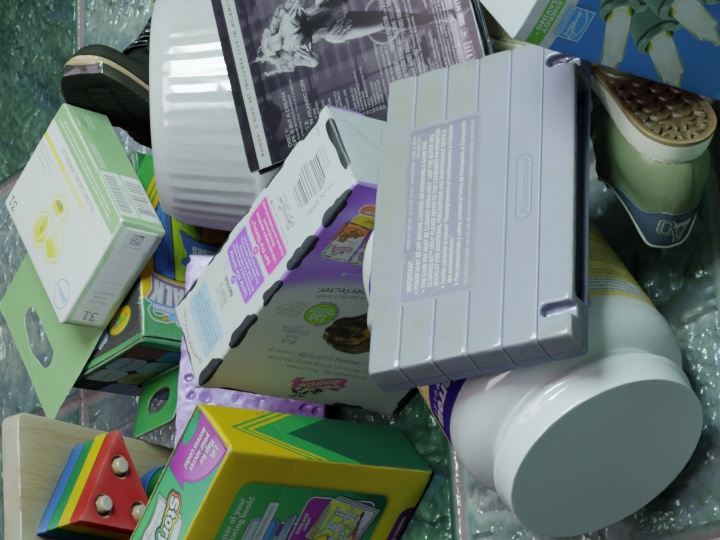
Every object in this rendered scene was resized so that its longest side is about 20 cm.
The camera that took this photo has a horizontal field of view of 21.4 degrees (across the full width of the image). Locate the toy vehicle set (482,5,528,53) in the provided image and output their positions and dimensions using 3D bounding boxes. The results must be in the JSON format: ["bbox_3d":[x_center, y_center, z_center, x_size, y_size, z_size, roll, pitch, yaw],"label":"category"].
[{"bbox_3d":[0.042,-0.220,1.265,0.199,0.027,0.125,14,92,13],"label":"toy vehicle set"}]

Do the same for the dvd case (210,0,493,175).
[{"bbox_3d":[-0.011,-0.162,1.226,0.199,0.016,0.150,-19,81,35],"label":"dvd case"}]

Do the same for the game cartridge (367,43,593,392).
[{"bbox_3d":[0.068,-0.033,1.075,0.129,0.038,0.201,-15,54,30],"label":"game cartridge"}]

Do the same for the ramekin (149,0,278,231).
[{"bbox_3d":[-0.100,-0.122,1.395,0.202,0.093,0.204,-2,-90,-90],"label":"ramekin"}]

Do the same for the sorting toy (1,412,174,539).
[{"bbox_3d":[-0.164,0.212,1.401,0.069,0.199,0.200,-20,65,33],"label":"sorting toy"}]

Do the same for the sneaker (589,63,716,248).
[{"bbox_3d":[0.158,-0.089,1.145,0.201,0.067,0.090,-109,15,-55],"label":"sneaker"}]

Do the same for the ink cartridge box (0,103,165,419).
[{"bbox_3d":[-0.233,-0.004,1.460,0.200,0.048,0.146,-55,45,25],"label":"ink cartridge box"}]

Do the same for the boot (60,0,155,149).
[{"bbox_3d":[-0.170,-0.181,1.511,0.077,0.200,0.139,4,79,18],"label":"boot"}]

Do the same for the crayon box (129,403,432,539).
[{"bbox_3d":[-0.070,0.192,1.291,0.058,0.172,0.201,50,120,46],"label":"crayon box"}]

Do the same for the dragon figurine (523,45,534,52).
[{"bbox_3d":[0.167,-0.207,1.136,0.200,0.059,0.100,-41,56,9],"label":"dragon figurine"}]

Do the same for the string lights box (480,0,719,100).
[{"bbox_3d":[0.168,-0.161,1.039,0.103,0.199,0.059,-60,40,25],"label":"string lights box"}]

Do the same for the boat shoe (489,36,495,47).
[{"bbox_3d":[0.025,-0.095,1.277,0.074,0.068,0.200,-56,-6,-37],"label":"boat shoe"}]

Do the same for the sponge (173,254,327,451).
[{"bbox_3d":[-0.078,0.092,1.391,0.030,0.111,0.202,65,-152,-78],"label":"sponge"}]

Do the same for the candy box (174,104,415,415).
[{"bbox_3d":[0.000,0.000,1.251,0.200,0.167,0.072,-51,45,32],"label":"candy box"}]

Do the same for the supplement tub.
[{"bbox_3d":[0.100,0.042,1.125,0.146,0.145,0.200,-58,41,26],"label":"supplement tub"}]

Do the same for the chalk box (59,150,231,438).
[{"bbox_3d":[-0.155,0.029,1.490,0.125,0.123,0.202,-27,62,46],"label":"chalk box"}]
